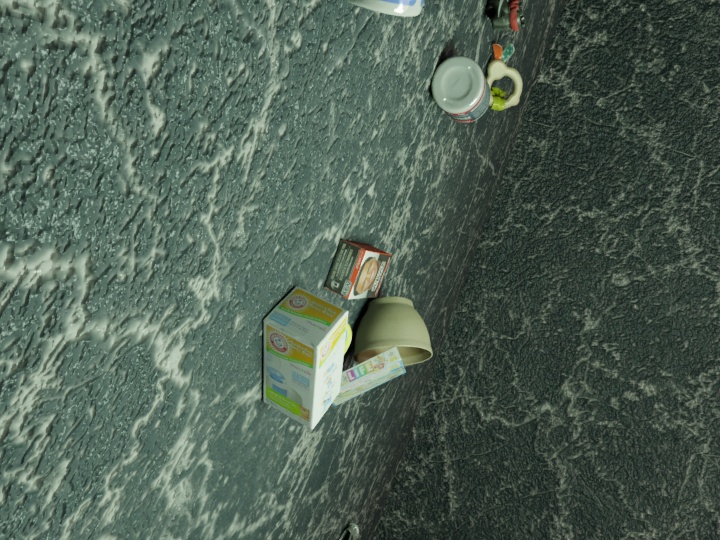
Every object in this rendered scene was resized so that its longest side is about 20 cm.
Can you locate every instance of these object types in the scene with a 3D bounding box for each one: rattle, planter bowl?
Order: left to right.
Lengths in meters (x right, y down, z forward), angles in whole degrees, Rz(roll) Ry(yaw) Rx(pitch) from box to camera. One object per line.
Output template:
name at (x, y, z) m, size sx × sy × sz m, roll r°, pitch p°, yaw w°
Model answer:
planter bowl at (0.077, 0.147, 1.461) m, size 0.201 × 0.193 × 0.139 m, roll 66°, pitch 20°, yaw -67°
rattle at (0.424, -0.607, 1.798) m, size 0.144 × 0.126 × 0.204 m, roll -63°, pitch 140°, yaw -49°

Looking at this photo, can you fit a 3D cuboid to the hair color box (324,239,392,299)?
hair color box at (0.000, 0.000, 1.218) m, size 0.104 × 0.060 × 0.199 m, roll -69°, pitch 163°, yaw 6°

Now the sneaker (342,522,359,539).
sneaker at (-0.070, 1.136, 2.395) m, size 0.115 × 0.073 × 0.207 m, roll 28°, pitch 74°, yaw -68°

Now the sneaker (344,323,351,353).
sneaker at (-0.083, 0.166, 1.168) m, size 0.107 × 0.073 × 0.203 m, roll 73°, pitch 33°, yaw -47°

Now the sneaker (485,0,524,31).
sneaker at (0.365, -0.694, 1.501) m, size 0.071 × 0.095 × 0.207 m, roll 45°, pitch 45°, yaw -59°

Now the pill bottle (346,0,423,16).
pill bottle at (0.044, -0.437, 0.732) m, size 0.114 × 0.111 × 0.205 m, roll -41°, pitch 149°, yaw -55°

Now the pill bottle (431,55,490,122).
pill bottle at (0.240, -0.410, 1.367) m, size 0.199 × 0.117 × 0.123 m, roll -10°, pitch 121°, yaw -70°

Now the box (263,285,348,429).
box at (-0.096, 0.149, 1.010) m, size 0.101 × 0.110 × 0.205 m, roll -46°, pitch 153°, yaw -46°

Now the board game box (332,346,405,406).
board game box at (0.009, 0.253, 1.395) m, size 0.195 × 0.035 × 0.135 m, roll -25°, pitch 157°, yaw -1°
